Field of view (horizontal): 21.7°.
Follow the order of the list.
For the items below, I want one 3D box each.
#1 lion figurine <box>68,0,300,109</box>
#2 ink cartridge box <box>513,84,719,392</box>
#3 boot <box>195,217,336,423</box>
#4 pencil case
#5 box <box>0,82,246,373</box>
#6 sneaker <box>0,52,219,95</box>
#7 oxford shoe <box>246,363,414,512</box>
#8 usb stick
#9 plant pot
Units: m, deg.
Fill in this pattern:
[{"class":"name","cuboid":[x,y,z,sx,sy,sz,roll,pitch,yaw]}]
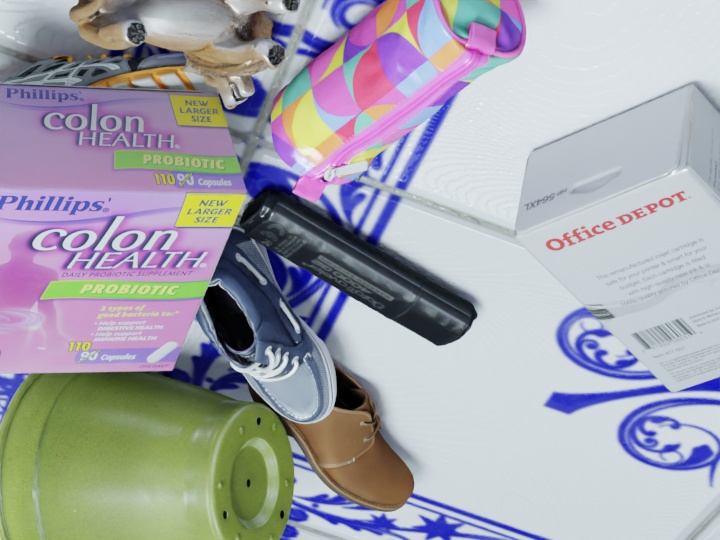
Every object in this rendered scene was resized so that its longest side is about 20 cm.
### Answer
[{"class":"lion figurine","cuboid":[-0.121,-0.159,1.196,0.199,0.073,0.122,15,174,-44]},{"class":"ink cartridge box","cuboid":[0.224,-0.019,1.310,0.145,0.085,0.200,-22,129,36]},{"class":"boot","cuboid":[-0.079,0.061,1.459,0.072,0.091,0.201,-20,120,17]},{"class":"pencil case","cuboid":[0.021,-0.126,1.241,0.088,0.089,0.200,30,138,-21]},{"class":"box","cuboid":[-0.195,-0.024,1.299,0.175,0.097,0.201,0,140,-25]},{"class":"sneaker","cuboid":[-0.197,-0.120,1.325,0.198,0.078,0.078,-15,142,5]},{"class":"oxford shoe","cuboid":[-0.009,0.136,1.586,0.071,0.072,0.200,-22,128,32]},{"class":"usb stick","cuboid":[0.000,0.000,1.444,0.199,0.033,0.055,30,146,-20]},{"class":"plant pot","cuboid":[-0.165,0.170,1.546,0.192,0.201,0.201,-1,140,30]}]
